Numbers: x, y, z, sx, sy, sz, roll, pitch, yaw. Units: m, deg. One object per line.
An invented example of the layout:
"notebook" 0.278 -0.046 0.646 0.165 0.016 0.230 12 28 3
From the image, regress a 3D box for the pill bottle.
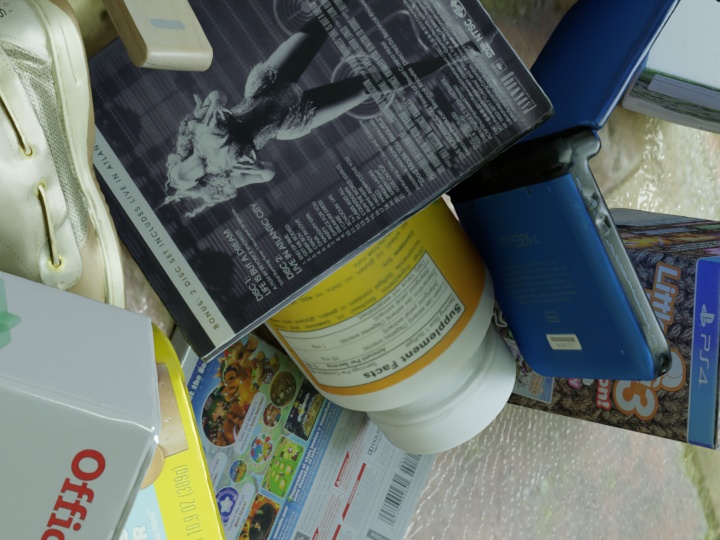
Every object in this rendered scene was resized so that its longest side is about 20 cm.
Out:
"pill bottle" 0.000 0.000 1.149 0.111 0.111 0.200 -54 129 -23

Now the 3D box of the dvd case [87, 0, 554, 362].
"dvd case" -0.033 -0.075 1.047 0.199 0.016 0.149 -35 81 1

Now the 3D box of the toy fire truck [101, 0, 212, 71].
"toy fire truck" -0.165 -0.136 0.902 0.175 0.199 0.130 -25 114 -39

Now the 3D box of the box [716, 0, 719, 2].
"box" 0.121 -0.254 1.175 0.104 0.181 0.201 23 80 -42

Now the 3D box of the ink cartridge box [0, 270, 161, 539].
"ink cartridge box" -0.189 0.067 0.839 0.199 0.084 0.145 18 116 -15

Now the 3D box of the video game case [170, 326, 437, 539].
"video game case" -0.048 0.121 1.191 0.200 0.018 0.144 34 74 -43

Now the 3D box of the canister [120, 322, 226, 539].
"canister" -0.165 0.113 0.968 0.199 0.086 0.150 -16 94 -19

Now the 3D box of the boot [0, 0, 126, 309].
"boot" -0.186 -0.016 0.994 0.155 0.073 0.201 -21 115 -38

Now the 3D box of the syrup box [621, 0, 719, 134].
"syrup box" 0.199 -0.128 1.269 0.200 0.078 0.082 15 92 -86

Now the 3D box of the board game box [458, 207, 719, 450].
"board game box" 0.170 0.026 1.260 0.159 0.199 0.098 -5 101 -43

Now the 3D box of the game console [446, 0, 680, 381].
"game console" 0.124 -0.047 1.116 0.118 0.200 0.172 -26 94 -11
